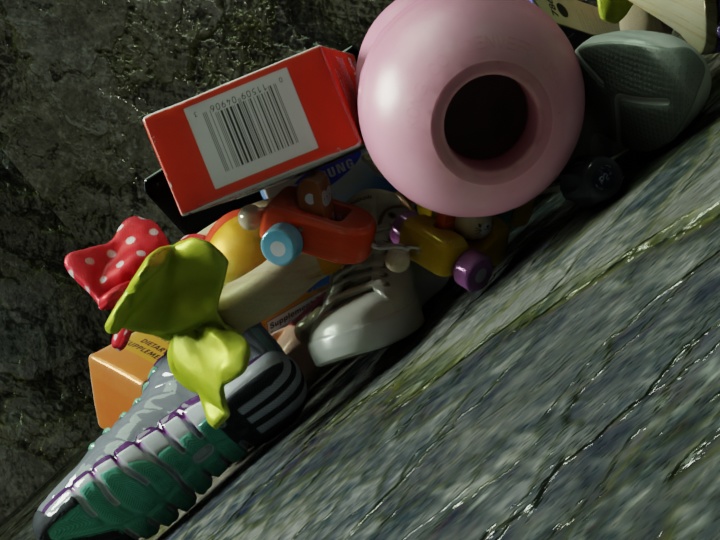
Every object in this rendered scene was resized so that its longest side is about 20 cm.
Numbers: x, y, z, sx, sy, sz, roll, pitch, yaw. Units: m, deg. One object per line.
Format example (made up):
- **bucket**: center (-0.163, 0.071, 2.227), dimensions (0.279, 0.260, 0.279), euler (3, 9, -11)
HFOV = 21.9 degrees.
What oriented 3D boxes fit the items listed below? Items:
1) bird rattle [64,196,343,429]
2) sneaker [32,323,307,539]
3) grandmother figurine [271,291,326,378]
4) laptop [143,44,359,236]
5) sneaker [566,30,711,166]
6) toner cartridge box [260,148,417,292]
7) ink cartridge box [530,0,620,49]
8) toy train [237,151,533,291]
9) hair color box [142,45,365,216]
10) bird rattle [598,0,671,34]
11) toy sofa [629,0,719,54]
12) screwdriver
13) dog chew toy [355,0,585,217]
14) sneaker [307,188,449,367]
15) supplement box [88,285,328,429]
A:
- **bird rattle**: center (-0.087, 0.009, 1.156), dimensions (0.162, 0.113, 0.200), euler (-29, 15, -5)
- **sneaker**: center (-0.130, 0.105, 1.201), dimensions (0.199, 0.075, 0.088), euler (-33, 46, 0)
- **grandmother figurine**: center (-0.040, 0.050, 1.280), dimensions (0.200, 0.061, 0.121), euler (-43, 2, -20)
- **laptop**: center (-0.045, -0.082, 1.343), dimensions (0.177, 0.104, 0.200), euler (-31, 9, 9)
- **sneaker**: center (0.156, -0.108, 1.054), dimensions (0.080, 0.071, 0.200), euler (-33, 3, -13)
- **toner cartridge box**: center (0.033, -0.071, 1.260), dimensions (0.199, 0.095, 0.043), euler (-25, 26, -5)
- **ink cartridge box**: center (0.138, -0.165, 1.418), dimensions (0.199, 0.039, 0.099), euler (9, -37, -45)
- **toy train**: center (0.025, -0.049, 1.108), dimensions (0.200, 0.149, 0.056), euler (-42, -33, -60)
- **hair color box**: center (-0.051, -0.084, 1.107), dimensions (0.110, 0.064, 0.200), euler (-22, 4, 7)
- **bird rattle**: center (0.214, -0.242, 1.366), dimensions (0.164, 0.112, 0.201), euler (84, -165, -50)
- **toy sofa**: center (0.205, -0.195, 1.082), dimensions (0.082, 0.098, 0.200), euler (-6, 20, -12)
- **screwdriver**: center (0.116, -0.045, 1.066), dimensions (0.200, 0.028, 0.029), euler (149, 141, -82)
- **dog chew toy**: center (0.052, -0.106, 1.050), dimensions (0.124, 0.125, 0.200), euler (-40, 19, 5)
- **sneaker**: center (0.000, 0.000, 1.158), dimensions (0.072, 0.085, 0.200), euler (-19, 10, 16)
- **supplement box**: center (-0.097, 0.055, 1.342), dimensions (0.066, 0.069, 0.199), euler (22, 37, 40)
